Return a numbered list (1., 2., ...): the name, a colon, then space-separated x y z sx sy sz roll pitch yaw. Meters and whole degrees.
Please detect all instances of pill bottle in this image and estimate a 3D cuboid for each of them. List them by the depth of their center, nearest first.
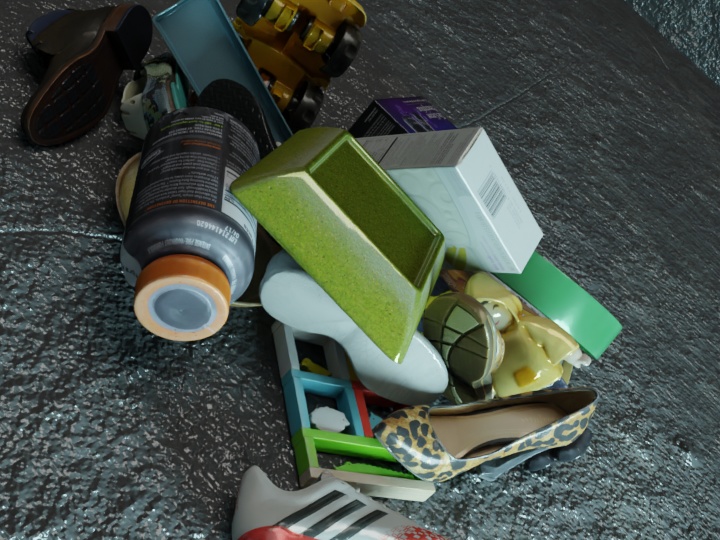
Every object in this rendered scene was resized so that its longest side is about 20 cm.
1. pill bottle: -0.138 -0.038 0.727 0.106 0.106 0.200 23 38 -23

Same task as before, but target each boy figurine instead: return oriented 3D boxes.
1. boy figurine: 0.163 0.093 0.879 0.201 0.124 0.064 65 28 -10

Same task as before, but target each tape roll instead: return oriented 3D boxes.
1. tape roll: 0.203 0.020 1.012 0.200 0.048 0.200 38 4 -3

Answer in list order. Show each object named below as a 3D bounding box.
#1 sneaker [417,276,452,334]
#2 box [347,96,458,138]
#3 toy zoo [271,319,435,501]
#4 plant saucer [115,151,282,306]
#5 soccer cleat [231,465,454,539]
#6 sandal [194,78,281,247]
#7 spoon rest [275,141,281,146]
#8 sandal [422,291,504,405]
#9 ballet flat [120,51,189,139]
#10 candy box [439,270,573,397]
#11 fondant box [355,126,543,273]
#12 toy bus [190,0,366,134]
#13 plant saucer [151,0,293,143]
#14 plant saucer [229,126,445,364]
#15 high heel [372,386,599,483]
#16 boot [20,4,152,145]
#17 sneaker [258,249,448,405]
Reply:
1. sneaker: 0.000 0.000 0.895 0.200 0.082 0.074 44 38 4
2. box: 0.076 -0.142 1.101 0.141 0.079 0.200 46 23 5
3. toy zoo: -0.012 0.112 0.814 0.131 0.020 0.200 16 41 -31
4. plant saucer: -0.142 -0.036 0.844 0.200 0.035 0.201 24 37 -20
5. soccer cleat: -0.005 0.198 0.685 0.199 0.069 0.085 13 46 -26
6. sandal: -0.104 -0.100 0.874 0.201 0.075 0.048 58 0 18
7. spoon rest: -0.038 -0.087 0.995 0.200 0.061 0.100 17 40 -51
8. sandal: 0.105 0.075 0.827 0.054 0.200 0.080 -41 59 -18
9. ballet flat: -0.204 -0.161 0.881 0.074 0.074 0.200 25 19 -21
10. candy box: 0.141 0.066 0.976 0.200 0.055 0.115 40 34 -1
11. fondant box: 0.064 -0.067 0.896 0.058 0.200 0.144 -55 127 -26
12. toy bus: -0.087 -0.263 1.020 0.135 0.200 0.192 30 28 -15
13. plant saucer: -0.138 -0.192 0.930 0.200 0.070 0.019 61 -12 -27
14. plant saucer: 0.002 -0.043 0.780 0.200 0.048 0.200 47 25 -7
15. high heel: 0.113 0.126 0.775 0.200 0.142 0.072 22 38 -44
16. boot: -0.294 -0.196 0.876 0.097 0.075 0.200 11 49 19
17. sneaker: 0.001 0.043 0.820 0.200 0.075 0.089 38 23 -14
